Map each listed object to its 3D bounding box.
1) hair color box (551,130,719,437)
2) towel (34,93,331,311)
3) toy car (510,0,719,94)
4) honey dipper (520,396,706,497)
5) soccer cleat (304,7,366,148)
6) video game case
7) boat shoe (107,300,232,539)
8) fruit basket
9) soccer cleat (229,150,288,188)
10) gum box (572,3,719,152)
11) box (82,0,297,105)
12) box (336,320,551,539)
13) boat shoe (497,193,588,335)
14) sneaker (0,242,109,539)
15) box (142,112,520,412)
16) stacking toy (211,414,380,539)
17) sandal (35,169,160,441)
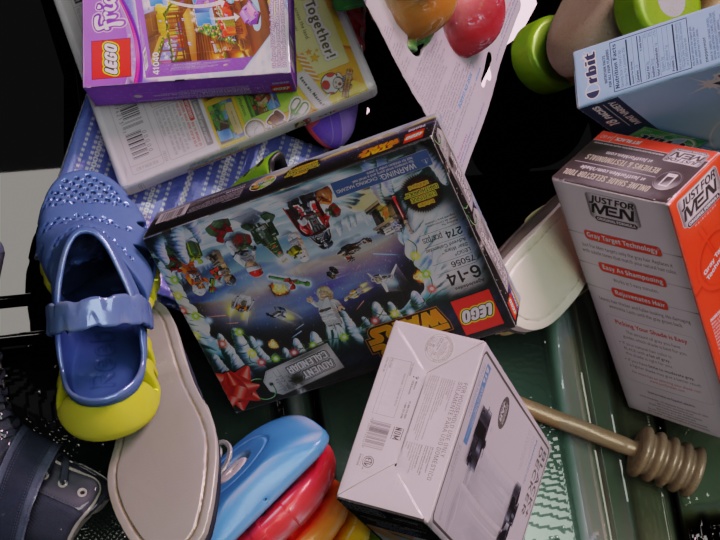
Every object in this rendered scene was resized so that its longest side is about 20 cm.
[{"bbox_3d":[0.206,0.012,1.113,0.061,0.101,0.201,-41,126,-26],"label":"hair color box"},{"bbox_3d":[-0.106,-0.041,1.136,0.199,0.024,0.146,19,72,-10],"label":"towel"},{"bbox_3d":[0.241,-0.159,1.196,0.200,0.164,0.158,34,70,-18],"label":"toy car"},{"bbox_3d":[0.143,0.104,1.163,0.199,0.038,0.038,23,72,-6],"label":"honey dipper"},{"bbox_3d":[-0.018,-0.186,1.159,0.067,0.076,0.201,19,61,-55],"label":"soccer cleat"},{"bbox_3d":[-0.107,-0.174,1.129,0.181,0.023,0.201,-22,75,0],"label":"video game case"},{"bbox_3d":[-0.121,0.106,1.030,0.075,0.062,0.200,-24,46,-2],"label":"boat shoe"},{"bbox_3d":[0.045,-0.194,1.134,0.093,0.200,0.186,-3,48,27],"label":"fruit basket"},{"bbox_3d":[0.000,0.000,1.095,0.199,0.081,0.068,35,46,-10],"label":"soccer cleat"},{"bbox_3d":[0.266,-0.123,1.093,0.170,0.199,0.045,24,59,-51],"label":"gum box"},{"bbox_3d":[-0.114,-0.213,1.107,0.136,0.039,0.201,-3,76,4],"label":"box"},{"bbox_3d":[0.058,0.124,1.047,0.060,0.200,0.117,12,70,23],"label":"box"},{"bbox_3d":[0.150,-0.023,1.176,0.201,0.060,0.072,-38,97,-30],"label":"boat shoe"},{"bbox_3d":[-0.213,0.085,1.040,0.145,0.077,0.204,15,82,0],"label":"sneaker"},{"bbox_3d":[-0.017,-0.001,1.046,0.199,0.040,0.137,-19,114,19],"label":"box"},{"bbox_3d":[-0.016,0.196,1.071,0.116,0.110,0.200,-44,102,-10],"label":"stacking toy"},{"bbox_3d":[-0.160,0.003,1.027,0.079,0.087,0.201,-11,46,-8],"label":"sandal"}]
